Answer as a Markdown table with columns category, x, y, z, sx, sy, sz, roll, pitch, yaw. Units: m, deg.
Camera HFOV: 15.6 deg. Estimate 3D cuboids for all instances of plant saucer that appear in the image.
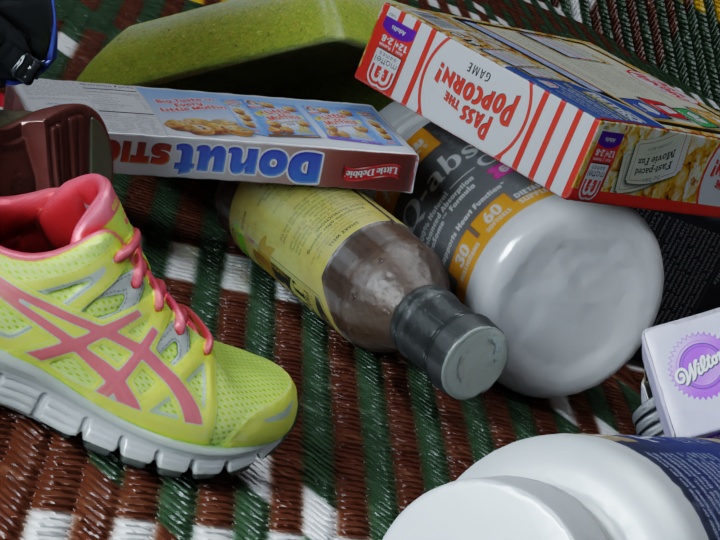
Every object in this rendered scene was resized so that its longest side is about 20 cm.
| category | x | y | z | sx | sy | sz | roll | pitch | yaw |
| --- | --- | --- | --- | --- | --- | --- | --- | --- | --- |
| plant saucer | -0.038 | -0.119 | 1.514 | 0.199 | 0.048 | 0.200 | -11 | -12 | 33 |

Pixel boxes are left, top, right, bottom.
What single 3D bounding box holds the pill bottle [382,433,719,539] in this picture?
| category | x | y | z | sx | sy | sz | roll | pitch | yaw |
| --- | --- | --- | --- | --- | --- | --- | --- | --- | --- |
| pill bottle | 0.086 | 0.112 | 0.901 | 0.111 | 0.111 | 0.200 | 33 | 13 | 28 |

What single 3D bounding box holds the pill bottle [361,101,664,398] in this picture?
| category | x | y | z | sx | sy | sz | roll | pitch | yaw |
| --- | --- | --- | --- | --- | --- | --- | --- | --- | --- |
| pill bottle | 0.072 | -0.021 | 1.436 | 0.116 | 0.117 | 0.200 | 20 | 13 | -31 |

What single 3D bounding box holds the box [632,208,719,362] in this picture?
| category | x | y | z | sx | sy | sz | roll | pitch | yaw |
| --- | --- | --- | --- | --- | --- | --- | --- | --- | --- |
| box | 0.151 | -0.020 | 1.638 | 0.199 | 0.105 | 0.148 | 18 | 14 | -40 |

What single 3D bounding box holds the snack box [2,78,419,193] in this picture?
| category | x | y | z | sx | sy | sz | roll | pitch | yaw |
| --- | --- | --- | --- | --- | --- | --- | --- | --- | --- |
| snack box | -0.074 | -0.068 | 1.316 | 0.199 | 0.024 | 0.072 | 3 | 22 | -22 |

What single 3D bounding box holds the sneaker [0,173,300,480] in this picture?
| category | x | y | z | sx | sy | sz | roll | pitch | yaw |
| --- | --- | --- | --- | --- | --- | --- | --- | --- | --- |
| sneaker | -0.098 | 0.013 | 0.977 | 0.199 | 0.091 | 0.078 | 21 | 11 | -33 |

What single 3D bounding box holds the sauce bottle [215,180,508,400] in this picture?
| category | x | y | z | sx | sy | sz | roll | pitch | yaw |
| --- | --- | --- | --- | --- | --- | --- | --- | --- | --- |
| sauce bottle | 0.000 | 0.000 | 1.316 | 0.064 | 0.065 | 0.200 | 17 | 16 | -41 |

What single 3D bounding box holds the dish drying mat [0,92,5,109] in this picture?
| category | x | y | z | sx | sy | sz | roll | pitch | yaw |
| --- | --- | --- | --- | --- | --- | --- | --- | --- | --- |
| dish drying mat | -0.170 | -0.054 | 1.286 | 0.076 | 0.018 | 0.200 | 26 | 11 | -8 |

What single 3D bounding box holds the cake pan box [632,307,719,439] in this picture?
| category | x | y | z | sx | sy | sz | roll | pitch | yaw |
| --- | --- | --- | --- | --- | --- | --- | --- | --- | --- |
| cake pan box | 0.206 | 0.034 | 1.075 | 0.184 | 0.199 | 0.053 | 68 | 6 | -76 |

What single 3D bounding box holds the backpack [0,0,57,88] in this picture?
| category | x | y | z | sx | sy | sz | roll | pitch | yaw |
| --- | --- | --- | --- | --- | --- | --- | --- | --- | --- |
| backpack | -0.240 | -0.139 | 1.096 | 0.199 | 0.164 | 0.168 | -10 | 6 | -15 |

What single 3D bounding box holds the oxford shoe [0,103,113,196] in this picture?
| category | x | y | z | sx | sy | sz | roll | pitch | yaw |
| --- | --- | --- | --- | --- | --- | --- | --- | --- | --- |
| oxford shoe | -0.182 | -0.032 | 1.101 | 0.074 | 0.071 | 0.200 | 0 | 4 | 25 |

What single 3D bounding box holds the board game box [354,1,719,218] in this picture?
| category | x | y | z | sx | sy | sz | roll | pitch | yaw |
| --- | --- | --- | --- | --- | --- | --- | --- | --- | --- |
| board game box | 0.116 | -0.083 | 1.392 | 0.151 | 0.047 | 0.199 | 33 | 17 | 34 |
